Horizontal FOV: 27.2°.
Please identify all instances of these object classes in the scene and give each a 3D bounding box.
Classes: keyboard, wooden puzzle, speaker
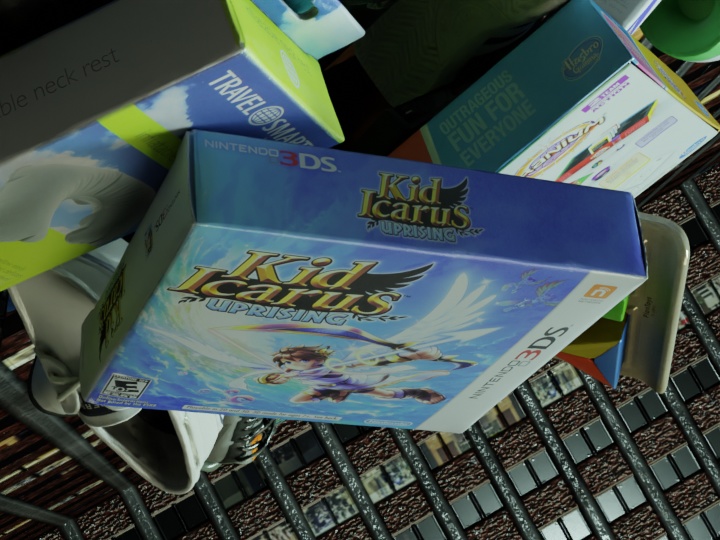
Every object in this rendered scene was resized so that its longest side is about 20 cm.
[{"bbox_3d":[0.001,-0.032,0.775,0.104,0.040,0.200,-27,171,-30],"label":"keyboard"},{"bbox_3d":[0.119,0.014,1.023,0.186,0.199,0.046,83,30,-54],"label":"wooden puzzle"},{"bbox_3d":[0.266,-0.195,1.039,0.088,0.089,0.200,-35,171,37],"label":"speaker"}]

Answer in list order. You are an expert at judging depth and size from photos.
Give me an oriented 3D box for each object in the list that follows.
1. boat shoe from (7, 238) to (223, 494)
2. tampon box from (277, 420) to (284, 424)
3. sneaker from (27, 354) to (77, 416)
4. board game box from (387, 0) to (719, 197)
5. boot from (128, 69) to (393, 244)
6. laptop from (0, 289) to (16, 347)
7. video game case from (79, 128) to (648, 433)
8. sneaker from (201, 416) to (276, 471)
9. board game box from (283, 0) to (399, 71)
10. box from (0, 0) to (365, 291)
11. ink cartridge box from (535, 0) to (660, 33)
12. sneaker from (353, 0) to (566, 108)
[{"bbox_3d":[-0.128,0.047,0.753,0.072,0.066,0.200,-3,144,16],"label":"boat shoe"},{"bbox_3d":[-0.056,0.045,1.263,0.200,0.127,0.150,-33,172,27],"label":"tampon box"},{"bbox_3d":[-0.149,0.031,0.972,0.115,0.081,0.199,-26,-168,48],"label":"sneaker"},{"bbox_3d":[0.092,-0.054,0.752,0.153,0.040,0.200,-39,162,16],"label":"board game box"},{"bbox_3d":[-0.042,-0.060,0.815,0.188,0.069,0.200,-27,179,25],"label":"boot"},{"bbox_3d":[-0.192,0.048,0.859,0.103,0.201,0.177,18,146,-27],"label":"laptop"},{"bbox_3d":[-0.006,0.015,0.657,0.199,0.046,0.181,6,150,-22],"label":"video game case"},{"bbox_3d":[-0.074,0.078,0.932,0.074,0.080,0.200,-36,-178,-30],"label":"sneaker"},{"bbox_3d":[-0.066,-0.092,0.691,0.135,0.028,0.200,-22,170,-44],"label":"board game box"},{"bbox_3d":[-0.098,-0.056,0.593,0.199,0.048,0.122,-23,164,12],"label":"box"},{"bbox_3d":[0.119,-0.122,0.863,0.200,0.043,0.198,-45,175,-46],"label":"ink cartridge box"},{"bbox_3d":[0.071,-0.148,0.707,0.084,0.075,0.200,-33,-179,-32],"label":"sneaker"}]
